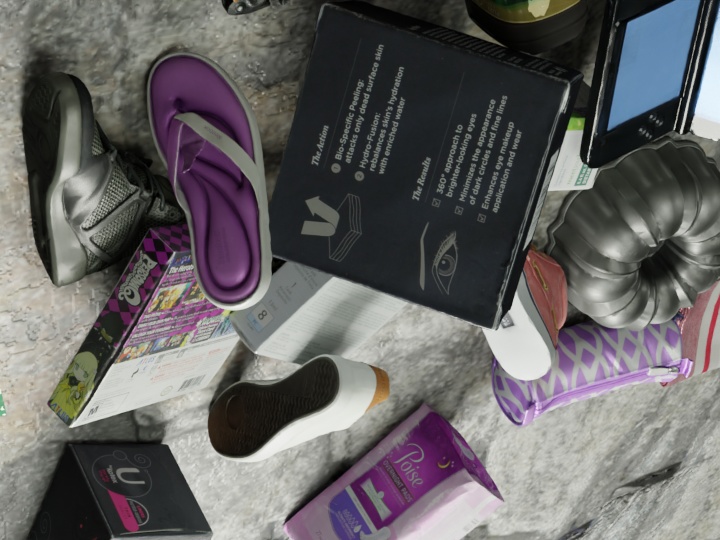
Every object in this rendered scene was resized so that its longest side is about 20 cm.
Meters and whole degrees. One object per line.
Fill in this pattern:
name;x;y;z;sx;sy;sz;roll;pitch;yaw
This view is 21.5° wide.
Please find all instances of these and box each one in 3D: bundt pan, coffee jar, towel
bundt pan;0.278;-0.023;1.812;0.201;0.076;0.203;-19;136;-19
coffee jar;0.118;-0.268;1.443;0.085;0.104;0.201;-24;129;-16
towel;0.410;0.045;2.001;0.199;0.023;0.145;-15;135;-22

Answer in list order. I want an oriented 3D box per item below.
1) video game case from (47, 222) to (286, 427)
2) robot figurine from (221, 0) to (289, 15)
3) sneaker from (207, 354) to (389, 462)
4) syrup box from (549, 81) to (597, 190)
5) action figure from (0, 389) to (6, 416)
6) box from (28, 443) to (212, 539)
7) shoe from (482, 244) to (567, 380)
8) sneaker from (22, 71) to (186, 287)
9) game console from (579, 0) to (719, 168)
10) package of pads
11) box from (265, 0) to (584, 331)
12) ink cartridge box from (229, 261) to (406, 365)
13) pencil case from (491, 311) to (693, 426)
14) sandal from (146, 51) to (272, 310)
video game case;-0.147;0.035;1.551;0.182;0.036;0.200;-57;160;23
robot figurine;-0.054;-0.276;1.374;0.200;0.058;0.145;-38;138;1
sneaker;-0.052;0.127;1.676;0.084;0.073;0.199;8;160;-42
syrup box;0.110;-0.116;1.610;0.199;0.082;0.079;-5;129;-31
action figure;-0.386;0.096;1.494;0.199;0.055;0.119;-15;136;-13
box;-0.229;0.267;1.701;0.105;0.122;0.201;4;124;-35
shoe;0.132;-0.004;1.743;0.071;0.091;0.201;-14;116;27
sneaker;-0.194;-0.080;1.449;0.114;0.076;0.200;-19;139;-20
game console;0.287;-0.161;1.550;0.175;0.116;0.201;-26;142;-28
package of pads;0.030;0.238;1.849;0.200;0.121;0.076;-40;138;6
box;0.047;-0.086;1.461;0.117;0.199;0.198;-42;149;-74
ink cartridge box;0.000;0.000;1.627;0.200;0.047;0.160;-44;157;11
pencil case;0.228;0.096;1.878;0.199;0.086;0.084;-15;140;-21
sandal;-0.111;-0.072;1.424;0.082;0.204;0.050;-20;172;13
